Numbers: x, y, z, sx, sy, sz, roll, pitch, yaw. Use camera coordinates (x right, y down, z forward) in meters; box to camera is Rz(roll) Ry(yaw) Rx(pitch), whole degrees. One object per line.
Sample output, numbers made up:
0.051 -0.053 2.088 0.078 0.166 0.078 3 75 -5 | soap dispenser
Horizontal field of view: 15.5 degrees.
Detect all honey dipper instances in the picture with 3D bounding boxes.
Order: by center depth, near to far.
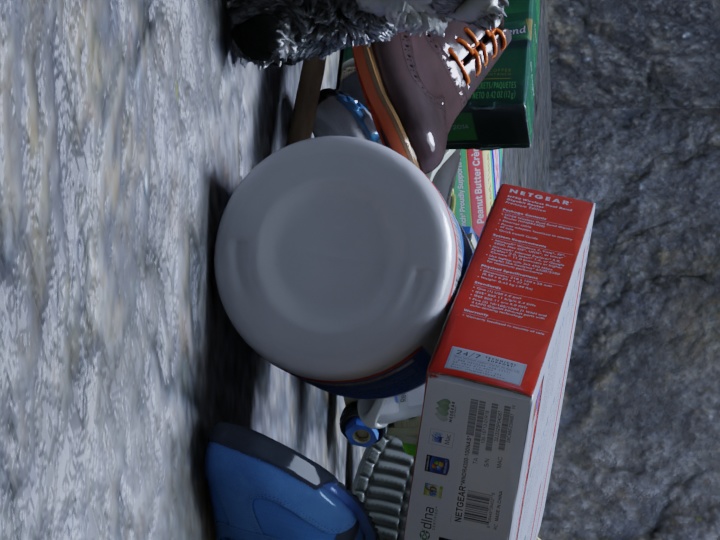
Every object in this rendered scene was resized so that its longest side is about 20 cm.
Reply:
-0.024 -0.113 1.400 0.038 0.038 0.201 83 14 -47 | honey dipper

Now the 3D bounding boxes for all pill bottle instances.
-0.001 0.005 1.270 0.200 0.112 0.113 48 42 -80 | pill bottle

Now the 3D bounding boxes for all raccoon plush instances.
0.012 -0.147 1.268 0.200 0.133 0.097 -37 126 -81 | raccoon plush

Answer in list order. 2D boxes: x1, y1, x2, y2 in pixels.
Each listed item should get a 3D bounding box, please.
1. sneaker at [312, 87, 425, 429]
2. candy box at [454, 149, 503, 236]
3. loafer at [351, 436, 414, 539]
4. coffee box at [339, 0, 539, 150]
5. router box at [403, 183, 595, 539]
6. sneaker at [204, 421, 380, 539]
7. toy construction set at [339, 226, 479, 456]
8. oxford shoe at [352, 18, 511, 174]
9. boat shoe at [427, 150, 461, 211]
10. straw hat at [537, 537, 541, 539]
0.000 0.000 1.439 0.075 0.086 0.201 -138 -155 -70 | sneaker
0.066 -0.122 1.947 0.200 0.077 0.170 -78 167 -53 | candy box
0.026 0.183 1.697 0.070 0.075 0.201 -54 153 -87 | loafer
0.052 -0.162 1.667 0.044 0.122 0.201 77 16 -50 | coffee box
0.060 0.090 1.245 0.180 0.049 0.201 -65 164 -58 | router box
-0.033 0.142 1.210 0.079 0.066 0.200 -56 150 -20 | sneaker
0.047 0.055 1.562 0.092 0.130 0.201 -71 156 -64 | toy construction set
0.039 -0.118 1.377 0.200 0.072 0.071 -88 159 -52 | oxford shoe
0.025 -0.051 1.668 0.061 0.071 0.202 89 13 -46 | boat shoe
0.037 0.244 1.617 0.200 0.085 0.202 -1 92 -39 | straw hat
